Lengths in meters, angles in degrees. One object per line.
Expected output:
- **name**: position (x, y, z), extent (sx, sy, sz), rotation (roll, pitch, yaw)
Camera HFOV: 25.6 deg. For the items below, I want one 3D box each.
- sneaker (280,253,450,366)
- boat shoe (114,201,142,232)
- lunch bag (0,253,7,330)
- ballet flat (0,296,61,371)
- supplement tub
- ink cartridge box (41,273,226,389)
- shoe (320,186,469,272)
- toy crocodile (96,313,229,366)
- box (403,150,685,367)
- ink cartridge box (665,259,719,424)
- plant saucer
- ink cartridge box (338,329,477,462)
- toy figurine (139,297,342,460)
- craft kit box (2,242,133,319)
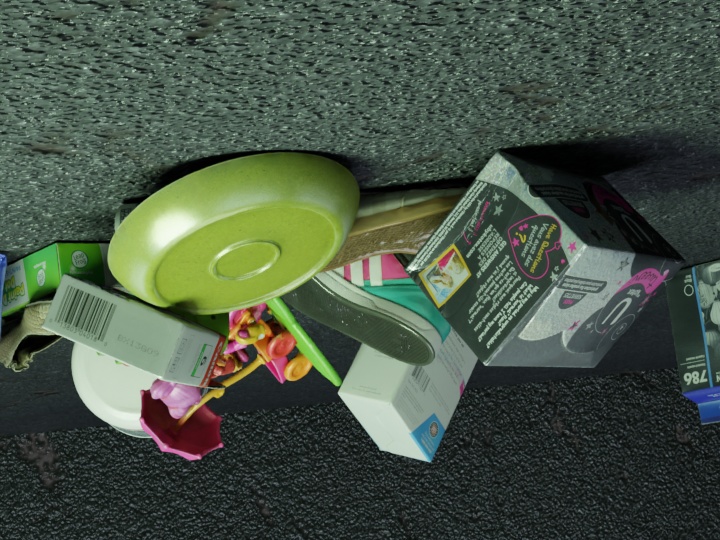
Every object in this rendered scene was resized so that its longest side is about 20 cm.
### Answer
- **sneaker**: position (0.007, -0.012, 1.382), extent (0.199, 0.121, 0.084), rotation (29, 148, 14)
- **boat shoe**: position (-0.138, -0.011, 1.287), extent (0.063, 0.072, 0.200), rotation (-9, 169, 9)
- **lunch bag**: position (-0.367, 0.099, 1.358), extent (0.093, 0.203, 0.150), rotation (0, 168, -40)
- **ballet flat**: position (-0.279, 0.055, 1.393), extent (0.067, 0.047, 0.199), rotation (-2, 169, -36)
- **supplement tub**: position (-0.236, 0.108, 1.730), extent (0.138, 0.142, 0.200), rotation (-7, 171, -4)
- **ink cartridge box**: position (-0.173, 0.053, 1.304), extent (0.108, 0.051, 0.200), rotation (22, 178, 12)
- **shoe**: position (0.036, -0.046, 1.314), extent (0.198, 0.054, 0.070), rotation (-10, 144, -14)
- **toy crocodile**: position (-0.182, 0.061, 1.462), extent (0.067, 0.063, 0.199), rotation (0, 168, -41)
- **box**: position (0.155, -0.004, 1.290), extent (0.133, 0.115, 0.199), rotation (-51, 153, 20)
- **ink cartridge box**: position (0.453, 0.092, 2.032), extent (0.099, 0.203, 0.039), rotation (-18, 167, 43)
- **plant saucer**: position (-0.090, -0.018, 1.192), extent (0.198, 0.031, 0.201), rotation (-16, 153, -8)
- **ink cartridge box**: position (0.065, 0.078, 1.629), extent (0.067, 0.201, 0.115), rotation (9, 149, 33)
- **toy figurine**: position (-0.139, 0.100, 1.549), extent (0.184, 0.150, 0.200), rotation (-39, 151, -6)
- **craft kit box**: position (-0.238, 0.015, 1.464), extent (0.196, 0.049, 0.199), rotation (-4, 170, -40)
